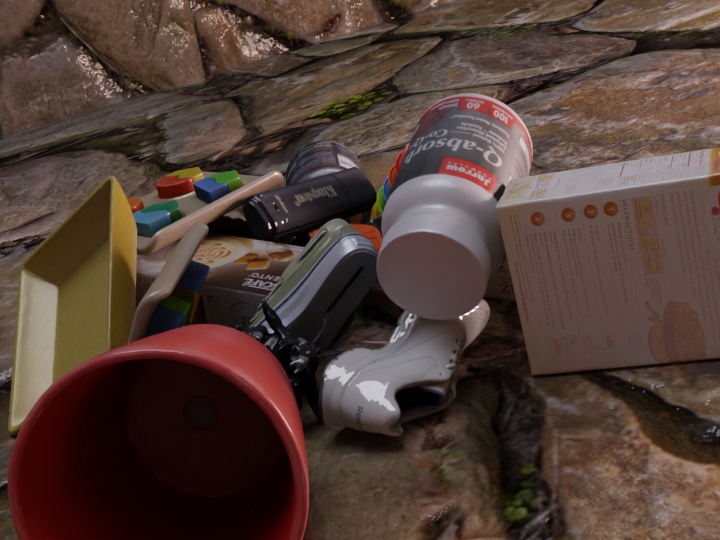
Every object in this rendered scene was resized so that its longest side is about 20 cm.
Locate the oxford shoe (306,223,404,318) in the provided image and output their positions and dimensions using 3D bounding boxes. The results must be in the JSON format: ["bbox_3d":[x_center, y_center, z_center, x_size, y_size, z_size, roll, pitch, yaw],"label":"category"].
[{"bbox_3d":[0.000,0.000,1.254,0.070,0.074,0.200,-12,21,-24],"label":"oxford shoe"}]

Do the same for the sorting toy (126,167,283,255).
[{"bbox_3d":[-0.207,-0.072,1.318,0.184,0.037,0.199,-32,21,-34],"label":"sorting toy"}]

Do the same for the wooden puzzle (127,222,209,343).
[{"bbox_3d":[-0.183,0.075,1.092,0.046,0.202,0.186,22,21,-4],"label":"wooden puzzle"}]

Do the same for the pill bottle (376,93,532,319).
[{"bbox_3d":[0.083,-0.057,1.063,0.114,0.117,0.201,-7,37,23],"label":"pill bottle"}]

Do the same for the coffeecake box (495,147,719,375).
[{"bbox_3d":[0.226,-0.006,0.984,0.197,0.155,0.073,-7,21,21],"label":"coffeecake box"}]

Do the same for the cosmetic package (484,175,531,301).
[{"bbox_3d":[0.171,-0.030,1.175,0.087,0.105,0.199,-29,22,-34],"label":"cosmetic package"}]

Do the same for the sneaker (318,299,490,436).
[{"bbox_3d":[0.054,0.084,1.026,0.086,0.075,0.199,20,42,35],"label":"sneaker"}]

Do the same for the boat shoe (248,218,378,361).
[{"bbox_3d":[-0.058,0.042,1.088,0.200,0.072,0.062,-48,39,9],"label":"boat shoe"}]

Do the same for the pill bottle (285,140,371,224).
[{"bbox_3d":[-0.041,-0.089,1.496,0.105,0.108,0.200,-15,19,1],"label":"pill bottle"}]

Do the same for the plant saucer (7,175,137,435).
[{"bbox_3d":[-0.276,0.041,1.192,0.048,0.202,0.199,19,-39,-36],"label":"plant saucer"}]

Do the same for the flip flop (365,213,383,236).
[{"bbox_3d":[0.083,-0.045,1.343,0.198,0.082,0.058,-30,-14,-14],"label":"flip flop"}]

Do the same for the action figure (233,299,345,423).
[{"bbox_3d":[-0.098,0.105,0.999,0.198,0.120,0.102,-29,12,-10],"label":"action figure"}]

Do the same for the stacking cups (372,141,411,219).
[{"bbox_3d":[0.051,-0.092,1.369,0.060,0.061,0.200,-18,-10,-9],"label":"stacking cups"}]

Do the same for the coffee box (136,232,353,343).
[{"bbox_3d":[-0.120,0.026,1.214,0.198,0.081,0.114,10,29,25],"label":"coffee box"}]

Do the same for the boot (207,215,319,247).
[{"bbox_3d":[-0.130,-0.040,1.378,0.171,0.070,0.201,-6,25,10],"label":"boot"}]

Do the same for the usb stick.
[{"bbox_3d":[-0.052,-0.074,1.323,0.032,0.056,0.199,-34,-8,38],"label":"usb stick"}]

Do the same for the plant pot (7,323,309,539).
[{"bbox_3d":[-0.125,0.127,0.858,0.198,0.203,0.177,-13,10,7],"label":"plant pot"}]
